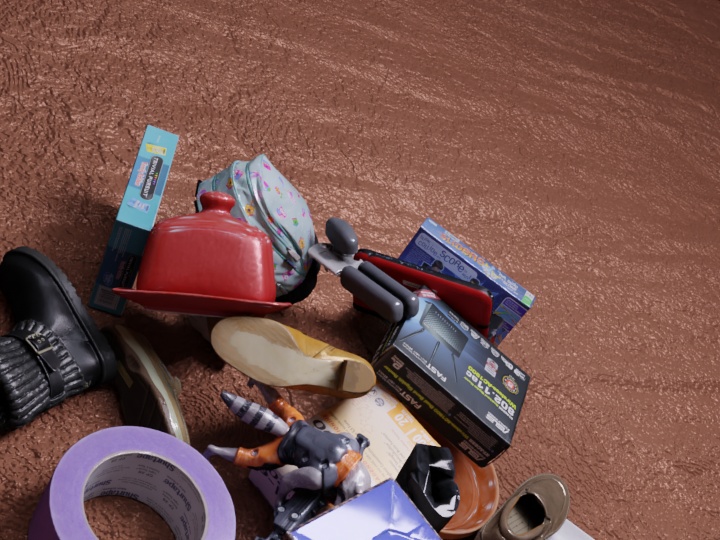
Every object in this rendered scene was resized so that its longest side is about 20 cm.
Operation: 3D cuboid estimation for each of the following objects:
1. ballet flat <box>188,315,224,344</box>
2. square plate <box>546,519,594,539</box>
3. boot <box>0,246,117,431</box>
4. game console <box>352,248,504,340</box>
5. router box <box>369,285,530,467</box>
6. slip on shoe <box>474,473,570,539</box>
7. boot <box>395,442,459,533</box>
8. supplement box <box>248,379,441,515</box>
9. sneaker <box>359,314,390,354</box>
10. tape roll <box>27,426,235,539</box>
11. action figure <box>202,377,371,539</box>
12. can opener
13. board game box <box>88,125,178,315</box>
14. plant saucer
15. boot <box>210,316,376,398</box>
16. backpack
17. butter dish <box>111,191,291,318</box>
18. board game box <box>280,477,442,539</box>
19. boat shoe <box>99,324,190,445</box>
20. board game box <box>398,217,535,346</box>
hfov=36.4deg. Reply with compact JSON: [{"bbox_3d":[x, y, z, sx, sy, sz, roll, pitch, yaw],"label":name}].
[{"bbox_3d":[-0.203,0.043,1.442,0.063,0.069,0.201,-12,48,-10],"label":"ballet flat"},{"bbox_3d":[0.254,0.402,1.403,0.200,0.028,0.198,36,38,2],"label":"square plate"},{"bbox_3d":[-0.390,0.071,1.241,0.211,0.080,0.157,48,39,17],"label":"boot"},{"bbox_3d":[0.100,0.024,1.529,0.199,0.173,0.119,18,50,15],"label":"game console"},{"bbox_3d":[0.116,0.132,1.403,0.200,0.062,0.150,40,35,-6],"label":"router box"},{"bbox_3d":[0.219,0.309,1.405,0.200,0.061,0.076,-20,61,-47],"label":"slip on shoe"},{"bbox_3d":[0.057,0.312,1.211,0.065,0.200,0.165,6,45,-32],"label":"boot"},{"bbox_3d":[-0.016,0.232,1.316,0.199,0.074,0.126,-27,64,-36],"label":"supplement box"},{"bbox_3d":[0.097,0.122,1.534,0.112,0.072,0.200,-2,34,-39],"label":"sneaker"},{"bbox_3d":[-0.236,0.268,1.138,0.199,0.085,0.201,21,40,-18],"label":"tape roll"},{"bbox_3d":[-0.079,0.214,1.194,0.193,0.105,0.200,22,48,16],"label":"action figure"},{"bbox_3d":[0.000,0.000,1.410,0.052,0.067,0.200,-17,39,-31],"label":"can opener"},{"bbox_3d":[-0.289,-0.066,1.405,0.047,0.151,0.201,19,40,-12],"label":"board game box"},{"bbox_3d":[0.088,0.262,1.430,0.199,0.032,0.201,20,40,-18],"label":"plant saucer"},{"bbox_3d":[-0.080,0.108,1.286,0.200,0.144,0.071,18,82,-6],"label":"boot"},{"bbox_3d":[-0.137,-0.062,1.487,0.200,0.126,0.167,50,16,-43],"label":"backpack"},{"bbox_3d":[-0.177,-0.020,1.302,0.199,0.149,0.199,6,-1,-1],"label":"butter dish"},{"bbox_3d":[-0.032,0.330,1.124,0.159,0.200,0.097,-16,58,-46],"label":"board game box"},{"bbox_3d":[-0.240,0.142,1.291,0.076,0.072,0.200,7,44,-50],"label":"boat shoe"},{"bbox_3d":[0.142,0.032,1.635,0.200,0.136,0.034,37,36,2],"label":"board game box"}]
